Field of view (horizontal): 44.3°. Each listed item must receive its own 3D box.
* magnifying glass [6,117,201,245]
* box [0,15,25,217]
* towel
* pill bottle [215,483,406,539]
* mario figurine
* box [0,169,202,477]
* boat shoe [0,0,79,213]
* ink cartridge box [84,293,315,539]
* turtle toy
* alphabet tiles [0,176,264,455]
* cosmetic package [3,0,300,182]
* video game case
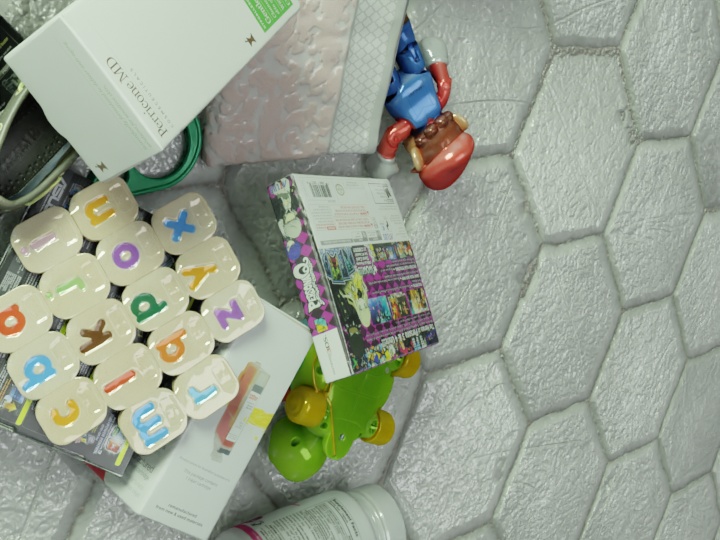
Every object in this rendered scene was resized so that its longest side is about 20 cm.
[{"bbox_3d":[-0.217,-0.077,0.764,0.200,0.022,0.080,-46,128,-24],"label":"magnifying glass"},{"bbox_3d":[-0.321,-0.102,0.647,0.202,0.043,0.160,-56,131,-14],"label":"box"},{"bbox_3d":[-0.048,-0.192,0.811,0.187,0.032,0.203,-8,128,-31],"label":"towel"},{"bbox_3d":[-0.052,0.306,0.957,0.197,0.112,0.116,-10,109,-39],"label":"pill bottle"},{"bbox_3d":[0.048,-0.175,0.949,0.202,0.121,0.107,59,23,-27],"label":"mario figurine"},{"bbox_3d":[-0.223,0.040,0.716,0.158,0.044,0.204,28,78,-23],"label":"box"},{"bbox_3d":[-0.218,-0.128,0.659,0.072,0.060,0.204,45,69,-39],"label":"boat shoe"},{"bbox_3d":[-0.150,0.110,0.793,0.083,0.144,0.203,36,78,-39],"label":"ink cartridge box"},{"bbox_3d":[-0.033,0.128,0.930,0.144,0.100,0.204,24,86,-42],"label":"turtle toy"},{"bbox_3d":[-0.181,0.035,0.693,0.194,0.015,0.203,-32,98,-18],"label":"alphabet tiles"},{"bbox_3d":[-0.141,-0.172,0.639,0.108,0.084,0.202,52,46,-24],"label":"cosmetic package"},{"bbox_3d":[0.000,0.000,0.852,0.199,0.035,0.185,-9,80,-63],"label":"video game case"}]
